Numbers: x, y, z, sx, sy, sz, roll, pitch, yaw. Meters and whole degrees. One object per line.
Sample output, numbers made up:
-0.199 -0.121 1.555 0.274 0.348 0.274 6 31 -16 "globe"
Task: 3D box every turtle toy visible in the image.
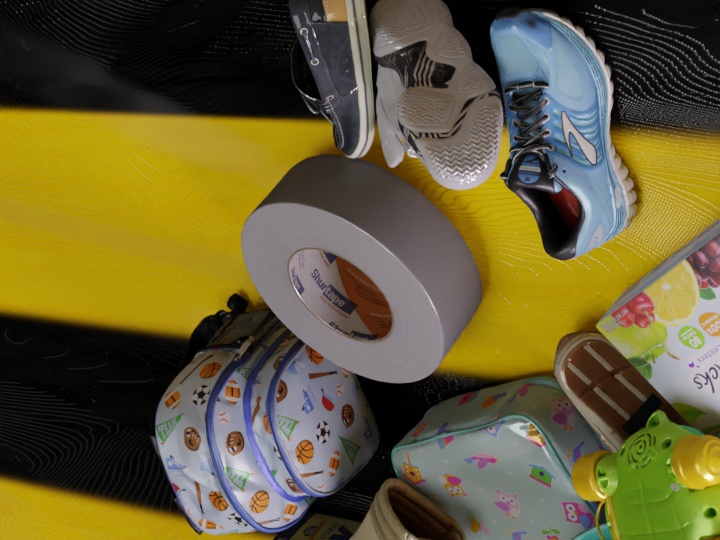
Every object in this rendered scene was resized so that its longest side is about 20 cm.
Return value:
0.252 0.202 1.461 0.146 0.101 0.200 -16 86 51 "turtle toy"

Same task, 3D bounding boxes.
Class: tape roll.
0.000 0.000 1.607 0.200 0.066 0.200 27 147 19 "tape roll"

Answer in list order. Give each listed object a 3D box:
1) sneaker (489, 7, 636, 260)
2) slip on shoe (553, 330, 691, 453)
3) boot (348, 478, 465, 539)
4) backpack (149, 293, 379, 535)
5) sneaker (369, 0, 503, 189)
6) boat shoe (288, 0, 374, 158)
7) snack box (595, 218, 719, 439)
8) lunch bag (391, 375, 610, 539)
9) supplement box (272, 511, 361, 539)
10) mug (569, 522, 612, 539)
0.140 -0.097 1.408 0.078 0.090 0.200 -4 118 43 "sneaker"
0.227 0.127 1.548 0.200 0.076 0.061 44 -179 -9 "slip on shoe"
0.048 0.295 1.662 0.200 0.073 0.156 52 124 28 "boot"
-0.088 0.144 1.730 0.154 0.190 0.200 -12 113 45 "backpack"
0.058 -0.108 1.433 0.115 0.075 0.200 83 171 -47 "sneaker"
-0.022 -0.155 1.485 0.062 0.075 0.200 -8 150 0 "boat shoe"
0.286 0.037 1.422 0.142 0.053 0.200 45 141 -1 "snack box"
0.131 0.181 1.659 0.200 0.077 0.160 -22 108 48 "lunch bag"
0.008 0.363 1.872 0.200 0.134 0.200 7 126 36 "supplement box"
0.230 0.292 1.558 0.114 0.185 0.152 95 165 -52 "mug"
